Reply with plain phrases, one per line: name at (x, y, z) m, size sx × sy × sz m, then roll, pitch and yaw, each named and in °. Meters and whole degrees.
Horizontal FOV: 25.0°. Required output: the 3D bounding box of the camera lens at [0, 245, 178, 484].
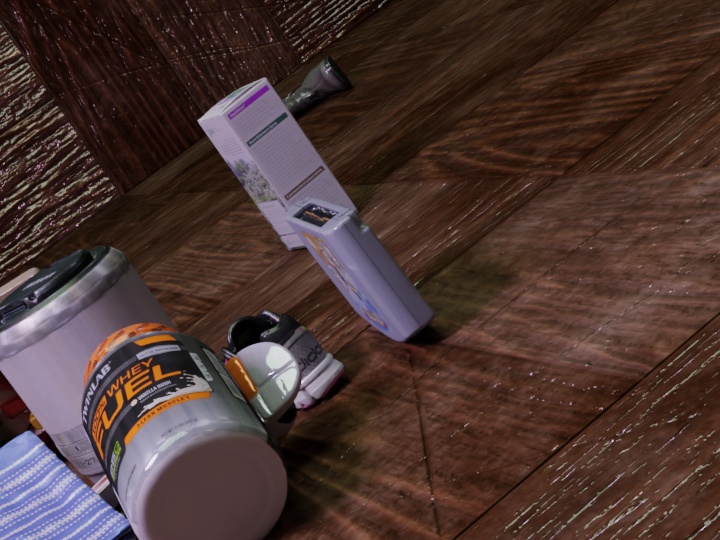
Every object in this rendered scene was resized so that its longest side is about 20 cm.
camera lens at (-0.251, 0.089, 1.564) m, size 0.160 × 0.200 × 0.160 m, roll -32°, pitch 14°, yaw 9°

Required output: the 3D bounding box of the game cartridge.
game cartridge at (0.000, 0.000, 1.429) m, size 0.042 × 0.133 × 0.200 m, roll -35°, pitch 13°, yaw -8°

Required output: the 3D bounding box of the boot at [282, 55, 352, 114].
boot at (-0.087, -0.319, 2.918) m, size 0.131 × 0.068 × 0.200 m, roll -39°, pitch 6°, yaw 0°

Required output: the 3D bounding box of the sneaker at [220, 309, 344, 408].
sneaker at (-0.095, 0.080, 1.473) m, size 0.074 × 0.088 × 0.200 m, roll -42°, pitch 15°, yaw -29°

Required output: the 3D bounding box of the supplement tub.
supplement tub at (-0.141, 0.125, 1.239) m, size 0.122 × 0.123 × 0.200 m, roll -35°, pitch 33°, yaw -6°

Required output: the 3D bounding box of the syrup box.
syrup box at (-0.100, -0.127, 1.963) m, size 0.081 × 0.200 × 0.079 m, roll -40°, pitch 14°, yaw -23°

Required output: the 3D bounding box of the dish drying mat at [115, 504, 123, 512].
dish drying mat at (-0.245, 0.257, 1.360) m, size 0.077 × 0.018 × 0.200 m, roll -17°, pitch 21°, yaw 48°

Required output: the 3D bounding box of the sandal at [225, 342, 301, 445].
sandal at (-0.106, 0.139, 1.347) m, size 0.207 × 0.059 × 0.079 m, roll -46°, pitch 45°, yaw 26°

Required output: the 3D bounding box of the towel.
towel at (-0.281, 0.200, 1.288) m, size 0.145 × 0.024 × 0.200 m, roll -29°, pitch 31°, yaw -24°

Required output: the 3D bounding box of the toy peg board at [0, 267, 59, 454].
toy peg board at (-0.362, 0.138, 1.714) m, size 0.199 × 0.200 × 0.098 m, roll -30°, pitch 31°, yaw 12°

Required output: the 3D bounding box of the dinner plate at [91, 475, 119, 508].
dinner plate at (-0.235, 0.208, 1.408) m, size 0.200 × 0.024 × 0.200 m, roll -43°, pitch 1°, yaw 1°

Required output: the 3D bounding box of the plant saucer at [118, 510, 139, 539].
plant saucer at (-0.202, 0.241, 1.254) m, size 0.200 × 0.032 × 0.200 m, roll -27°, pitch 18°, yaw 9°
